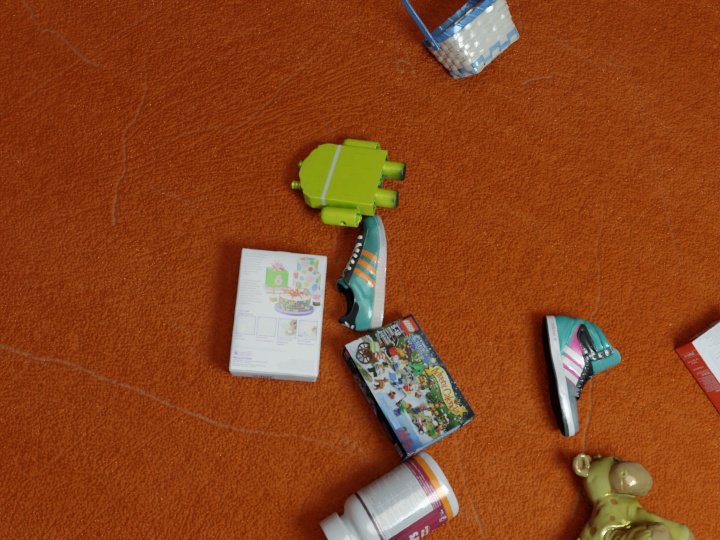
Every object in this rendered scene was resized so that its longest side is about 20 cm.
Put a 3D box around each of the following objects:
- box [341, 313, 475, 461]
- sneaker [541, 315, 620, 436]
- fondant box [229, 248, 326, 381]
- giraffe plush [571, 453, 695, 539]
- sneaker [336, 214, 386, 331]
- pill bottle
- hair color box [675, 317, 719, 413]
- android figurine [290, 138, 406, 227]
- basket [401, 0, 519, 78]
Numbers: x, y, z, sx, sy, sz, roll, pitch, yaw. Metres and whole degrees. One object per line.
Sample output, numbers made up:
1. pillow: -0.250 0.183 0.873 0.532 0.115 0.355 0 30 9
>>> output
1. box: 0.076 0.184 1.232 0.135 0.038 0.202 -23 67 -23
2. sneaker: 0.377 0.171 1.278 0.118 0.084 0.204 -5 73 3
3. fondant box: -0.134 0.074 1.256 0.141 0.058 0.204 5 75 -4
4. giraffe plush: 0.412 0.370 1.203 0.197 0.172 0.165 -13 60 26
5. sneaker: 0.000 0.000 1.291 0.078 0.071 0.204 4 75 -9
6. pill bottle: 0.043 0.375 1.169 0.198 0.110 0.111 -29 79 -12
7. hair color box: 0.651 0.187 1.308 0.110 0.064 0.202 -29 78 -14
8. android figurine: -0.023 -0.158 1.327 0.196 0.041 0.185 6 58 13
9. basket: 0.181 -0.467 1.395 0.175 0.139 0.202 -38 111 -15
